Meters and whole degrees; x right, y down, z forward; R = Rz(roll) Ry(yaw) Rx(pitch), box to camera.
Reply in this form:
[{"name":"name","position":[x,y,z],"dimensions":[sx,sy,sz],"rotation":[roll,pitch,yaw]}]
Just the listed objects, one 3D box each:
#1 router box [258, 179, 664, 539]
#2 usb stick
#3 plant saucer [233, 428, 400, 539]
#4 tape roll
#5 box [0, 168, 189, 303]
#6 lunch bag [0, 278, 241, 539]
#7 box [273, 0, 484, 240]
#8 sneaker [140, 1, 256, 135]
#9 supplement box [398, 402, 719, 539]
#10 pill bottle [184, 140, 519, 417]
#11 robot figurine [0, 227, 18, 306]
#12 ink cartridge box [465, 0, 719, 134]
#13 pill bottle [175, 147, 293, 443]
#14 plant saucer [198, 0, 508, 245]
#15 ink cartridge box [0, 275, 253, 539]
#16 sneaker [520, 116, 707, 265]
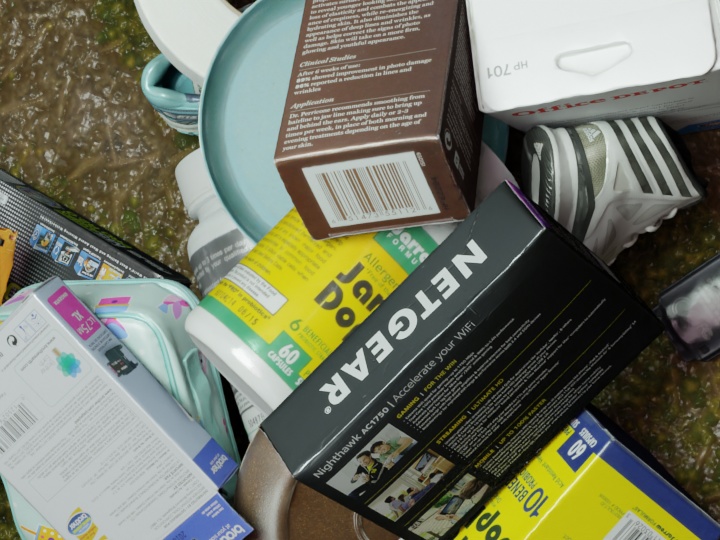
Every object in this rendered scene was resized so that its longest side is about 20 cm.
[{"name":"router box","position":[0.061,0.061,1.116],"dimensions":[0.200,0.149,0.051],"rotation":[-45,48,8]},{"name":"usb stick","position":[0.276,-0.013,1.213],"dimensions":[0.200,0.033,0.056],"rotation":[-35,82,16]},{"name":"plant saucer","position":[0.020,0.150,1.237],"dimensions":[0.200,0.032,0.201],"rotation":[-5,109,-13]},{"name":"tape roll","position":[-0.052,-0.207,1.274],"dimensions":[0.202,0.037,0.203],"rotation":[1,85,-7]},{"name":"box","position":[-0.242,0.031,1.404],"dimensions":[0.200,0.044,0.160],"rotation":[30,97,20]},{"name":"lunch bag","position":[-0.161,0.106,1.291],"dimensions":[0.160,0.077,0.200],"rotation":[-4,111,19]},{"name":"box","position":[0.018,-0.116,1.129],"dimensions":[0.100,0.075,0.200],"rotation":[-7,49,18]},{"name":"sneaker","position":[-0.058,-0.149,1.320],"dimensions":[0.200,0.086,0.078],"rotation":[-26,77,14]},{"name":"supplement box","position":[0.103,0.182,1.192],"dimensions":[0.109,0.109,0.200],"rotation":[39,95,-25]},{"name":"pill bottle","position":[0.000,0.000,1.167],"dimensions":[0.113,0.113,0.200],"rotation":[42,81,18]},{"name":"robot figurine","position":[-0.297,0.060,1.343],"dimensions":[0.145,0.058,0.200],"rotation":[10,82,61]},{"name":"ink cartridge box","position":[0.162,-0.131,1.173],"dimensions":[0.146,0.200,0.086],"rotation":[-8,82,19]},{"name":"pill bottle","position":[-0.049,0.011,1.294],"dimensions":[0.113,0.113,0.200],"rotation":[-23,79,18]},{"name":"plant saucer","position":[-0.005,-0.091,1.240],"dimensions":[0.200,0.027,0.201],"rotation":[0,88,-11]},{"name":"ink cartridge box","position":[-0.165,0.114,1.228],"dimensions":[0.200,0.042,0.119],"rotation":[48,119,-1]},{"name":"sneaker","position":[0.158,-0.018,1.205],"dimensions":[0.115,0.201,0.076],"rotation":[-10,53,-8]}]
